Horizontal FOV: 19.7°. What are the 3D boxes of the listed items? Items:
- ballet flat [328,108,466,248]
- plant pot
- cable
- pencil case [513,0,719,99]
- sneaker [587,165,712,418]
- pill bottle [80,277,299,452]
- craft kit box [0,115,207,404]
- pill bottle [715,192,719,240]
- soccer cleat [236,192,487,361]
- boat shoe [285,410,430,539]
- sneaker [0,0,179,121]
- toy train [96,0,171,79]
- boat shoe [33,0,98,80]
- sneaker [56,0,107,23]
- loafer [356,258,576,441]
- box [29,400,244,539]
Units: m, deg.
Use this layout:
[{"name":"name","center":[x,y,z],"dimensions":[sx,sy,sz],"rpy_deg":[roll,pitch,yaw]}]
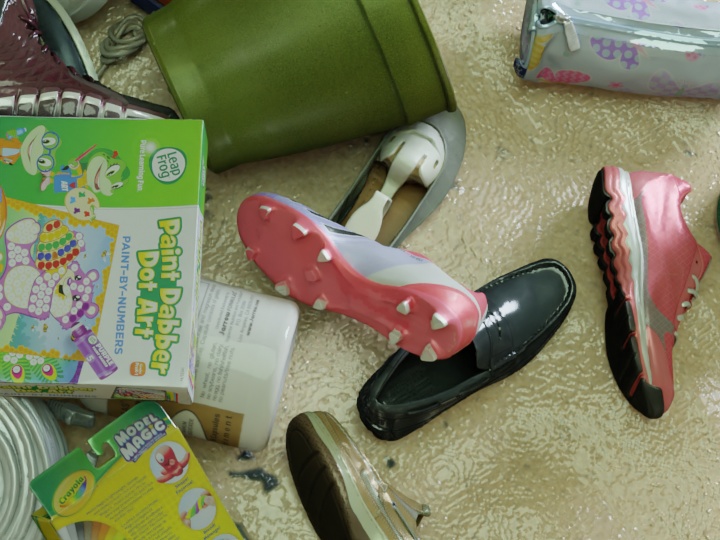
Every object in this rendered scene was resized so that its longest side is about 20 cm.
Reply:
[{"name":"ballet flat","center":[0.025,-0.059,1.589],"dimensions":[0.067,0.064,0.201],"rpy_deg":[32,72,6]},{"name":"plant pot","center":[-0.055,-0.170,1.565],"dimensions":[0.192,0.200,0.201],"rpy_deg":[-26,76,-1]},{"name":"cable","center":[-0.306,0.155,1.472],"dimensions":[0.199,0.069,0.201],"rpy_deg":[25,86,2]},{"name":"pencil case","center":[0.222,-0.183,1.633],"dimensions":[0.198,0.091,0.084],"rpy_deg":[7,71,-3]},{"name":"sneaker","center":[0.231,0.012,1.579],"dimensions":[0.086,0.074,0.202],"rpy_deg":[-3,72,-7]},{"name":"pill bottle","center":[-0.152,0.055,1.511],"dimensions":[0.198,0.114,0.115],"rpy_deg":[14,71,0]},{"name":"craft kit box","center":[-0.209,-0.009,1.450],"dimensions":[0.196,0.049,0.202],"rpy_deg":[2,71,-2]},{"name":"pill bottle","center":[0.342,-0.067,1.547],"dimensions":[0.112,0.200,0.114],"rpy_deg":[1,72,-4]},{"name":"soccer cleat","center":[0.000,0.000,1.517],"dimensions":[0.199,0.067,0.076],"rpy_deg":[29,31,18]},{"name":"boat shoe","center":[0.016,0.188,1.514],"dimensions":[0.076,0.072,0.201],"rpy_deg":[-23,82,-26]},{"name":"sneaker","center":[-0.226,-0.155,1.517],"dimensions":[0.198,0.076,0.117],"rpy_deg":[7,72,-18]},{"name":"toy train","center":[-0.148,-0.233,1.604],"dimensions":[0.084,0.116,0.201],"rpy_deg":[34,72,7]},{"name":"boat shoe","center":[-0.233,-0.127,1.588],"dimensions":[0.062,0.075,0.201],"rpy_deg":[-23,84,-23]},{"name":"sneaker","center":[-0.212,-0.256,1.562],"dimensions":[0.084,0.200,0.073],"rpy_deg":[11,60,-31]},{"name":"loafer","center":[0.084,0.056,1.553],"dimensions":[0.200,0.070,0.068],"rpy_deg":[-35,78,-14]},{"name":"box","center":[-0.144,0.201,1.450],"dimensions":[0.117,0.048,0.201],"rpy_deg":[-35,106,-25]}]
